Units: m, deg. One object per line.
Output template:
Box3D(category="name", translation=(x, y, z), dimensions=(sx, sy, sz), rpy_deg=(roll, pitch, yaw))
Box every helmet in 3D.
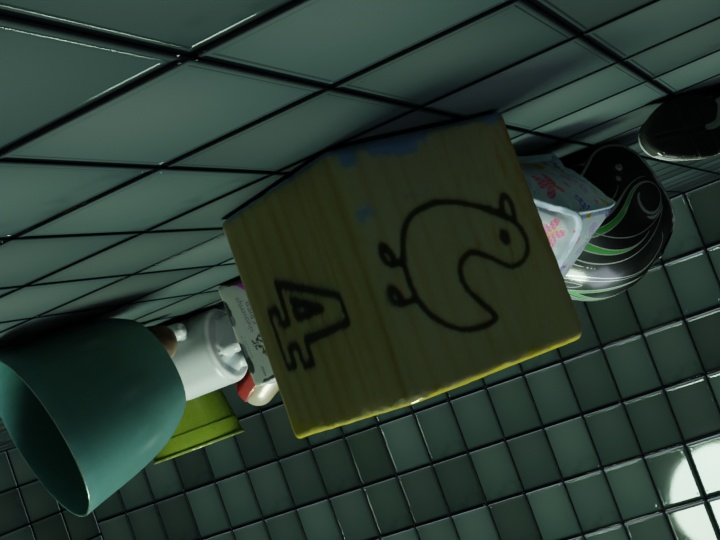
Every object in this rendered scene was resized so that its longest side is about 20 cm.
Box3D(category="helmet", translation=(0.287, -0.057, 1.557), dimensions=(0.191, 0.200, 0.200), rpy_deg=(-36, 179, -12))

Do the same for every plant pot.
Box3D(category="plant pot", translation=(-0.295, 0.146, 1.347), dimensions=(0.161, 0.201, 0.200), rpy_deg=(-33, -178, -31))
Box3D(category="plant pot", translation=(-0.368, 0.280, 2.516), dimensions=(0.200, 0.193, 0.200), rpy_deg=(-19, 175, -2))

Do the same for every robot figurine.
Box3D(category="robot figurine", translation=(-0.244, 0.128, 1.764), dimensions=(0.200, 0.113, 0.170), rpy_deg=(-22, 138, 21))

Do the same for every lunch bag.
Box3D(category="lunch bag", translation=(0.171, -0.029, 1.330), dimensions=(0.200, 0.127, 0.170), rpy_deg=(-8, 135, -57))

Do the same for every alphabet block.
Box3D(category="alphabet block", translation=(0.031, 0.007, 1.005), dimensions=(0.195, 0.200, 0.196), rpy_deg=(-18, 174, -34))

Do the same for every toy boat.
Box3D(category="toy boat", translation=(-0.149, 0.103, 1.881), dimensions=(0.200, 0.131, 0.131), rpy_deg=(-56, 178, 23))

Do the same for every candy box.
Box3D(category="candy box", translation=(-0.123, 0.079, 1.589), dimensions=(0.061, 0.137, 0.200), rpy_deg=(-22, 176, 2))

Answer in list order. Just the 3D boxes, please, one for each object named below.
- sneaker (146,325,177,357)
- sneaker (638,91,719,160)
Box3D(category="sneaker", translation=(-0.342, 0.126, 1.605), dimensions=(0.200, 0.071, 0.076), rpy_deg=(-21, 174, -2))
Box3D(category="sneaker", translation=(0.369, -0.153, 1.366), dimensions=(0.200, 0.076, 0.115), rpy_deg=(-20, 174, -31))
